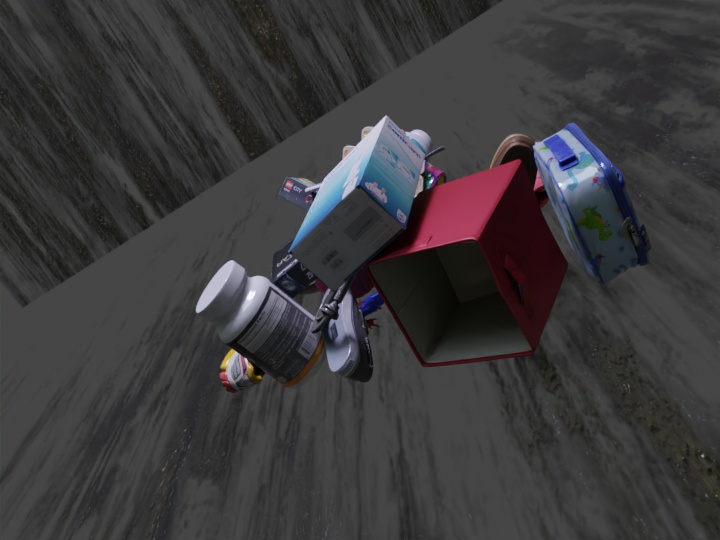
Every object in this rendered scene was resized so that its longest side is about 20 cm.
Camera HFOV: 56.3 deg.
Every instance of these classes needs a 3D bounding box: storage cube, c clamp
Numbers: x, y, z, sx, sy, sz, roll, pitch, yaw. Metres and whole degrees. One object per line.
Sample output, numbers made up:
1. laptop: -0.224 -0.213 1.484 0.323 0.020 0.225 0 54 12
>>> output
1. storage cube: 0.142 -0.007 0.874 0.197 0.173 0.181 -13 28 42
2. c clamp: -0.018 0.002 0.970 0.204 0.027 0.171 -62 10 -6

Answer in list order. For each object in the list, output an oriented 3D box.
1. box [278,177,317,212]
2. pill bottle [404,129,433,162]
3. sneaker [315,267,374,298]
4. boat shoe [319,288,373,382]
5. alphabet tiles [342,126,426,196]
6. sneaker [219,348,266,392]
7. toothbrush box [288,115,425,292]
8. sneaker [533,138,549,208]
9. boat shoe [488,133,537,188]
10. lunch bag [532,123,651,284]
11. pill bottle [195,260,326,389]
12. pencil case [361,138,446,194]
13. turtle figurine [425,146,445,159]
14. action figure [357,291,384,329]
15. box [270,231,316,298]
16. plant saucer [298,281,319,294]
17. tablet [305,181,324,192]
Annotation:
1. box: -0.050 -0.116 1.298 0.038 0.196 0.137 -62 -6 11
2. pill bottle: 0.089 -0.236 1.518 0.109 0.112 0.201 -8 32 47
3. sneaker: 0.000 0.000 1.178 0.196 0.084 0.088 -20 1 -32
4. boat shoe: -0.015 0.090 1.014 0.070 0.065 0.202 -48 28 19
5. alphabet tiles: 0.041 -0.181 1.347 0.191 0.206 0.014 13 18 31
6. sneaker: -0.168 0.129 1.187 0.080 0.078 0.203 -12 39 34
7. toothbrush box: 0.000 -0.093 0.901 0.146 0.085 0.202 -40 19 33
8. sneaker: 0.290 -0.139 1.108 0.085 0.075 0.201 12 52 43
9. boat shoe: 0.213 -0.096 0.980 0.070 0.204 0.068 12 37 2
10. lunch bag: 0.287 -0.091 0.856 0.081 0.163 0.201 -26 21 14
11. pill bottle: -0.148 0.083 1.036 0.116 0.199 0.117 -42 22 22
12. pencil case: 0.081 -0.207 1.371 0.198 0.089 0.088 35 61 23
13. turtle figurine: 0.109 -0.145 1.193 0.197 0.147 0.192 -31 -14 28
14. action figure: 0.010 0.062 1.091 0.197 0.052 0.066 -31 15 21
15. box: -0.064 -0.049 1.139 0.198 0.044 0.161 -39 18 8
16. plant saucer: -0.073 -0.011 1.381 0.197 0.037 0.202 -29 22 13
17. tablet: -0.002 -0.169 1.175 0.128 0.014 0.198 -26 11 -32
